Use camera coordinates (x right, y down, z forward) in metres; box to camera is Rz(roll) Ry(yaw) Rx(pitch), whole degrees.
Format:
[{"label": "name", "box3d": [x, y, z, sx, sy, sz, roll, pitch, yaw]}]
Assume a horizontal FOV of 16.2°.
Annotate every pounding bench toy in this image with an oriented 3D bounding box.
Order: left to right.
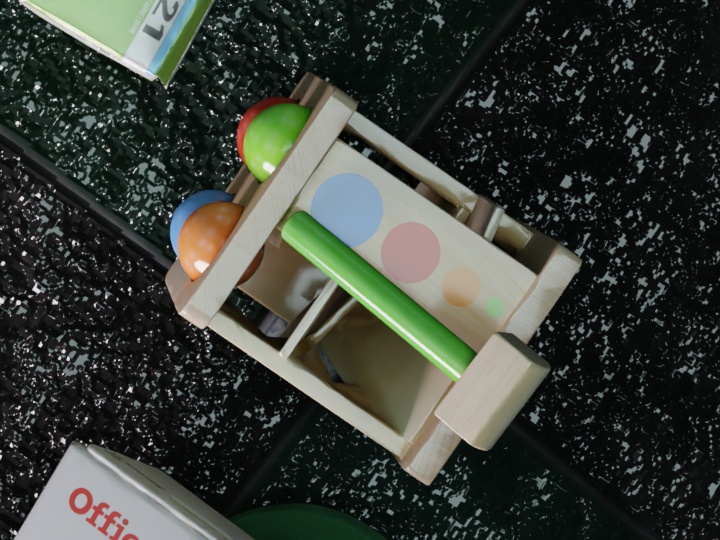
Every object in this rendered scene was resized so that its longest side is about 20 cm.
[{"label": "pounding bench toy", "box3d": [0.000, 0.000, 1.145, 0.156, 0.200, 0.124, 35, 92, -11]}]

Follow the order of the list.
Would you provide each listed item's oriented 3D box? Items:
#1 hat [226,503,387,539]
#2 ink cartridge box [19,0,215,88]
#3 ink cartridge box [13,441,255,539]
[{"label": "hat", "box3d": [0.010, 0.219, 1.266, 0.200, 0.176, 0.166, 37, 95, 28]}, {"label": "ink cartridge box", "box3d": [-0.085, -0.164, 1.113, 0.076, 0.200, 0.148, 30, 92, -10]}, {"label": "ink cartridge box", "box3d": [-0.116, 0.203, 1.182, 0.146, 0.083, 0.200, 33, 93, 28]}]
